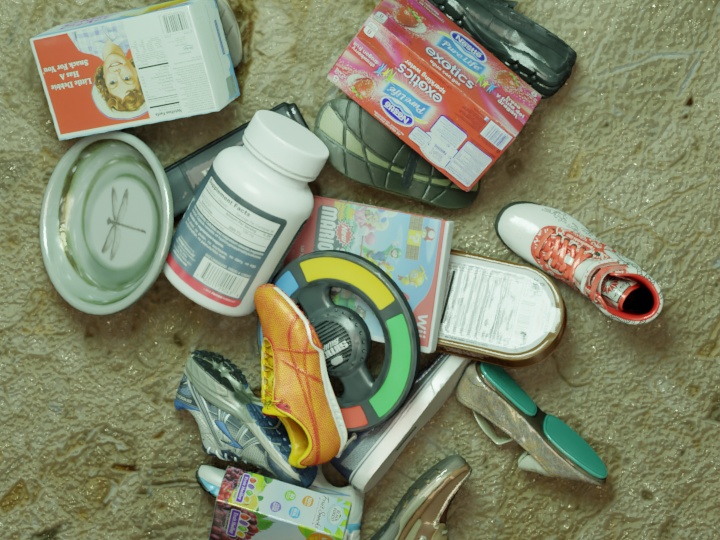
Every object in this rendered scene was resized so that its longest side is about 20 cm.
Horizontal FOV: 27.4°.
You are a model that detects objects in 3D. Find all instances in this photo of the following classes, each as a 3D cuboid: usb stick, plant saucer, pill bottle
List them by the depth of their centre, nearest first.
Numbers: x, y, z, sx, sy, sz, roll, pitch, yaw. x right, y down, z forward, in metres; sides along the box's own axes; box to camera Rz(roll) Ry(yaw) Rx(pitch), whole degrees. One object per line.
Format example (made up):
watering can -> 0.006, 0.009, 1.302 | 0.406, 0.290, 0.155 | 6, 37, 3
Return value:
pill bottle -> -0.119, -0.063, 1.577 | 0.119, 0.120, 0.201 | 31, 109, -2
plant saucer -> -0.267, -0.051, 1.612 | 0.199, 0.050, 0.202 | -3, 85, 36
usb stick -> -0.149, -0.119, 1.632 | 0.199, 0.033, 0.056 | -28, 95, 5

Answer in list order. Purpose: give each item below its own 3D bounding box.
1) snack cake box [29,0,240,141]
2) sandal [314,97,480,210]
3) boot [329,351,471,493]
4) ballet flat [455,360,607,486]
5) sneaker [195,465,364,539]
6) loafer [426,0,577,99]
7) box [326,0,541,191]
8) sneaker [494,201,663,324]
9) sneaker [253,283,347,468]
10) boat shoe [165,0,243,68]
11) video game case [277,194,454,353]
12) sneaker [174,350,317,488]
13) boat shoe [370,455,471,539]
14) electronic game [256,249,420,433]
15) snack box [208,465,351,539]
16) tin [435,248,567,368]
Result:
snack cake box -> -0.240, -0.216, 1.570 | 0.198, 0.067, 0.116 | -7, 109, 22
sandal -> 0.036, -0.121, 1.616 | 0.200, 0.057, 0.080 | 26, 92, -16
boot -> 0.032, 0.143, 1.642 | 0.090, 0.073, 0.200 | 39, 85, 17
ballet flat -> 0.186, 0.181, 1.649 | 0.200, 0.068, 0.067 | 43, 117, 2
sneaker -> -0.086, 0.241, 1.665 | 0.198, 0.075, 0.087 | 17, 85, -3
loafer -> 0.142, -0.264, 1.591 | 0.200, 0.068, 0.071 | 35, 64, 4
box -> 0.078, -0.195, 1.564 | 0.200, 0.096, 0.100 | 39, 132, -3
sneaker -> 0.239, -0.010, 1.591 | 0.200, 0.108, 0.068 | 32, 97, -2
sneaker -> -0.075, 0.112, 1.556 | 0.077, 0.073, 0.202 | -20, 91, -24
boat shoe -> -0.175, -0.310, 1.585 | 0.075, 0.072, 0.201 | -11, 120, 24
video game case -> 0.000, 0.000, 1.608 | 0.198, 0.017, 0.144 | 12, 98, 26
sneaker -> -0.130, 0.181, 1.642 | 0.200, 0.077, 0.085 | 43, 113, 20
boat shoe -> 0.066, 0.293, 1.650 | 0.072, 0.076, 0.201 | 37, 107, 0
electronic game -> -0.026, 0.077, 1.595 | 0.198, 0.042, 0.202 | 6, 103, 27
snack box -> -0.097, 0.307, 1.620 | 0.141, 0.053, 0.201 | 15, 138, 0
tin -> 0.126, 0.038, 1.607 | 0.198, 0.042, 0.113 | 12, 73, 15
